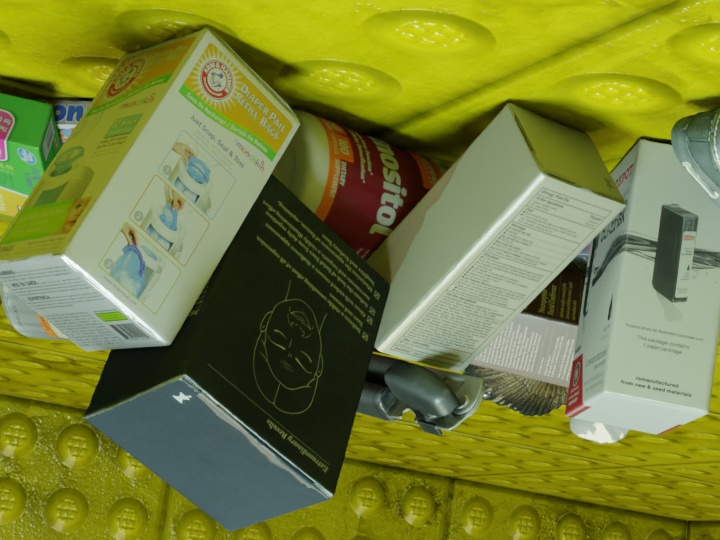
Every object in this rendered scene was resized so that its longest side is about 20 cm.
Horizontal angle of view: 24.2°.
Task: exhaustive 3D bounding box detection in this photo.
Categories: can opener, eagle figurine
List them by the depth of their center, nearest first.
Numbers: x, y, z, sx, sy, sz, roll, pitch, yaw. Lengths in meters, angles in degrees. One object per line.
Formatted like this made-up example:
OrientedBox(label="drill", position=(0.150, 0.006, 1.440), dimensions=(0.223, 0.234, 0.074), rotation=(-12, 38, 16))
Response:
OrientedBox(label="can opener", position=(0.018, 0.086, 1.343), dimensions=(0.200, 0.053, 0.067), rotation=(7, 141, 50))
OrientedBox(label="eagle figurine", position=(0.204, 0.082, 1.699), dimensions=(0.151, 0.152, 0.200), rotation=(24, -178, 30))

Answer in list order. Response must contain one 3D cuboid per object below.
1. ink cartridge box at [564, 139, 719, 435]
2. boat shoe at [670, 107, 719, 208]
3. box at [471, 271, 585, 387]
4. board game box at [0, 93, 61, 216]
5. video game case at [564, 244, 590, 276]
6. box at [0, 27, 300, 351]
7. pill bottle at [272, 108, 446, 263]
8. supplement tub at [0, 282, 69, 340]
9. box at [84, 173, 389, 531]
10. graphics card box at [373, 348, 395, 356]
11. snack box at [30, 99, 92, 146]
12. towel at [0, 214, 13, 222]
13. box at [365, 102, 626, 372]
OrientedBox(label="ink cartridge box", position=(0.225, 0.015, 1.296), dimensions=(0.084, 0.200, 0.144), rotation=(12, 167, -2))
OrientedBox(label="boat shoe", position=(0.286, -0.065, 1.207), dimensions=(0.062, 0.073, 0.200), rotation=(3, 162, 36))
OrientedBox(label="box", position=(0.130, 0.039, 1.567), dimensions=(0.200, 0.075, 0.100), rotation=(12, -150, 3))
OrientedBox(label="board game box", position=(-0.343, -0.104, 1.356), dimensions=(0.200, 0.040, 0.153), rotation=(13, 157, 1))
OrientedBox(label="video game case", position=(0.189, -0.005, 1.642), dimensions=(0.200, 0.019, 0.143), rotation=(3, 166, 25))
OrientedBox(label="box", position=(-0.148, -0.054, 1.156), dimensions=(0.112, 0.200, 0.101), rotation=(-6, 138, 50))
OrientedBox(label="pill bottle", position=(0.004, -0.049, 1.336), dimensions=(0.200, 0.113, 0.113), rotation=(17, 164, -39))
OrientedBox(label="supplement tub", position=(-0.264, 0.015, 1.755), dimensions=(0.200, 0.123, 0.123), rotation=(2, 166, 21))
OrientedBox(label="box", position=(-0.081, 0.055, 1.189), dimensions=(0.107, 0.200, 0.148), rotation=(-24, 125, 37))
OrientedBox(label="graphics card box", position=(0.000, 0.000, 1.448), dimensions=(0.125, 0.051, 0.200), rotation=(12, -155, -20))
OrientedBox(label="snack box", position=(-0.211, -0.116, 1.363), dimensions=(0.200, 0.024, 0.072), rotation=(3, 167, 17))
OrientedBox(label="towel", position=(-0.311, -0.057, 1.526), dimensions=(0.199, 0.018, 0.086), rotation=(4, 172, 8))
OrientedBox(label="box", position=(0.093, -0.021, 1.255), dimensions=(0.095, 0.078, 0.200), rotation=(18, 127, -38))
